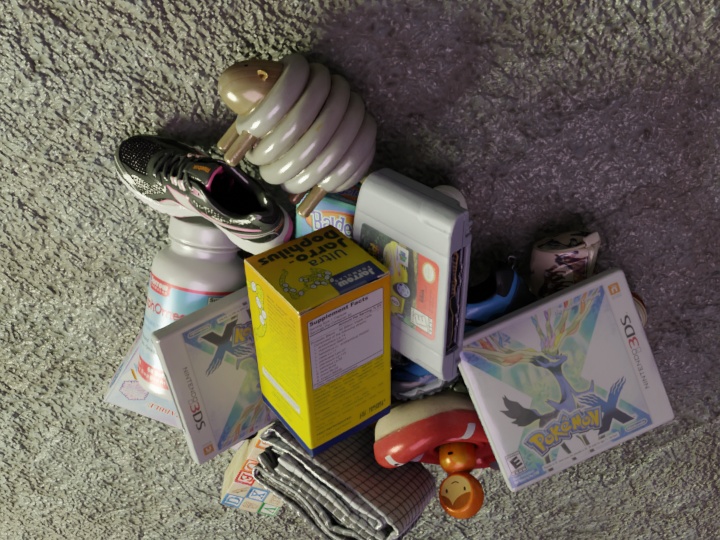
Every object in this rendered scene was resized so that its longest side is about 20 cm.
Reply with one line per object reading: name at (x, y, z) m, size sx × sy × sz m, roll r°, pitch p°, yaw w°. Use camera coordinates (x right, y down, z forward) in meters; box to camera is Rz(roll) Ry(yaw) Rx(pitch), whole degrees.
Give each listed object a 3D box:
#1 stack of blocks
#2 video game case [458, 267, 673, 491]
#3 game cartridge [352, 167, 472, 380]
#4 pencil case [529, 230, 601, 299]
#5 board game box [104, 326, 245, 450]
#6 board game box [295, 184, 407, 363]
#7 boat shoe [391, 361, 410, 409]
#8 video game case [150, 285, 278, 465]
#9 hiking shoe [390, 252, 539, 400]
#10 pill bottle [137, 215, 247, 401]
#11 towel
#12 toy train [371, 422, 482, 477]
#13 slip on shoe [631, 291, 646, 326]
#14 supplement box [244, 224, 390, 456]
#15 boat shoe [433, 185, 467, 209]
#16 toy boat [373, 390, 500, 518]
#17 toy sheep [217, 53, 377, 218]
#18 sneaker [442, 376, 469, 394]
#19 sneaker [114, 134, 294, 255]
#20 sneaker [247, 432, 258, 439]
stack of blocks at (-0.111, 0.270, 1.150) m, size 0.115 × 0.059 × 0.200 m, roll 20°, pitch 125°, yaw -16°
video game case at (0.220, 0.119, 0.867) m, size 0.200 × 0.022 × 0.183 m, roll -24°, pitch 100°, yaw -3°
game cartridge at (0.047, 0.004, 0.805) m, size 0.041 × 0.133 × 0.200 m, roll -26°, pitch 132°, yaw -32°
pencil case at (0.244, 0.052, 0.922) m, size 0.089 × 0.078 × 0.201 m, roll 7°, pitch 109°, yaw 48°
board game box at (-0.203, 0.133, 1.051) m, size 0.200 × 0.041 × 0.200 m, roll 26°, pitch 122°, yaw -20°
board game box at (0.000, 0.000, 0.911) m, size 0.152 × 0.045 × 0.200 m, roll 19°, pitch 131°, yaw 16°
boat shoe at (0.039, 0.155, 1.019) m, size 0.075 × 0.075 × 0.202 m, roll -38°, pitch 101°, yaw 15°
video game case at (-0.118, 0.101, 0.897) m, size 0.200 × 0.022 × 0.183 m, roll -28°, pitch 128°, yaw -26°
hiking shoe at (0.103, 0.065, 0.902) m, size 0.200 × 0.074 × 0.087 m, roll -34°, pitch 108°, yaw 0°
pill bottle at (-0.186, 0.038, 0.906) m, size 0.108 × 0.109 × 0.200 m, roll 9°, pitch 105°, yaw -8°
towel at (-0.021, 0.255, 0.974) m, size 0.200 × 0.166 × 0.086 m, roll 32°, pitch 107°, yaw 17°
toy train at (0.065, 0.237, 1.112) m, size 0.199 × 0.056 × 0.151 m, roll -6°, pitch 108°, yaw 6°
slip on shoe at (0.268, 0.082, 1.002) m, size 0.200 × 0.061 × 0.074 m, roll -32°, pitch 88°, yaw 35°
supplement box at (-0.041, 0.074, 0.842) m, size 0.109 × 0.109 × 0.200 m, roll -24°, pitch 133°, yaw -27°
boat shoe at (0.089, -0.019, 0.921) m, size 0.071 × 0.064 × 0.200 m, roll 29°, pitch 134°, yaw 21°
toy boat at (0.111, 0.221, 0.932) m, size 0.200 × 0.131 × 0.130 m, roll 14°, pitch 146°, yaw -28°
toy sheep at (-0.053, -0.133, 0.786) m, size 0.200 × 0.138 × 0.138 m, roll 35°, pitch 120°, yaw -29°
sneaker at (0.123, 0.125, 1.009) m, size 0.200 × 0.100 × 0.070 m, roll 34°, pitch 119°, yaw -25°
sneaker at (-0.158, -0.092, 0.811) m, size 0.200 × 0.080 × 0.086 m, roll 23°, pitch 162°, yaw 6°
sneaker at (-0.118, 0.138, 0.985) m, size 0.083 × 0.071 × 0.200 m, roll 16°, pitch 120°, yaw -6°
